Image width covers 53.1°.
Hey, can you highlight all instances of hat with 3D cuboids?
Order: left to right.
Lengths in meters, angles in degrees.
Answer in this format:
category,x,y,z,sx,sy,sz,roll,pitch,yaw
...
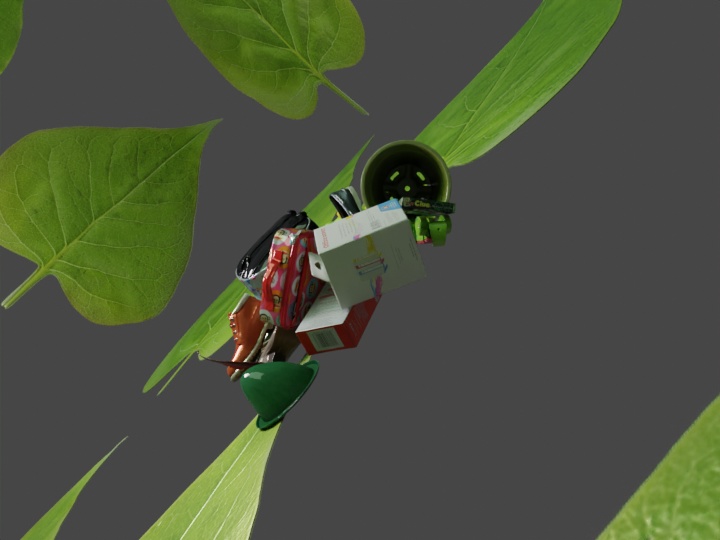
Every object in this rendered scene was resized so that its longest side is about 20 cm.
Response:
category,x,y,z,sx,sy,sz,roll,pitch,yaw
hat,-0.208,0.191,1.397,0.200,0.176,0.166,-41,13,16

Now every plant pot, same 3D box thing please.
category,x,y,z,sx,sy,sz,roll,pitch,yaw
plant pot,0.108,-0.193,1.670,0.200,0.200,0.190,-43,0,8

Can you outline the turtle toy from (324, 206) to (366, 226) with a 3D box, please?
category,x,y,z,sx,sy,sz,roll,pitch,yaw
turtle toy,-0.021,-0.081,1.722,0.199,0.101,0.146,-9,-46,-29

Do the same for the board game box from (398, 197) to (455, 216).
category,x,y,z,sx,sy,sz,roll,pitch,yaw
board game box,0.128,-0.128,1.472,0.200,0.104,0.024,-130,44,-87

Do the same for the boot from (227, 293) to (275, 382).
category,x,y,z,sx,sy,sz,roll,pitch,yaw
boot,-0.261,0.147,1.606,0.201,0.107,0.075,-64,2,-24

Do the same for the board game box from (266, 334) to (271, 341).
category,x,y,z,sx,sy,sz,roll,pitch,yaw
board game box,-0.169,0.114,1.871,0.200,0.029,0.135,-39,15,24

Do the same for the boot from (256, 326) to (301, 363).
category,x,y,z,sx,sy,sz,roll,pitch,yaw
boot,-0.184,0.173,1.587,0.146,0.070,0.200,-42,18,55

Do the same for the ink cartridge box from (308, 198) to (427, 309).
category,x,y,z,sx,sy,sz,roll,pitch,yaw
ink cartridge box,0.005,-0.029,1.359,0.199,0.126,0.129,-21,24,2

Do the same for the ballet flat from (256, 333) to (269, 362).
category,x,y,z,sx,sy,sz,roll,pitch,yaw
ballet flat,-0.174,0.140,1.682,0.200,0.069,0.069,-45,12,-4

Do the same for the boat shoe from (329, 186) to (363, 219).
category,x,y,z,sx,sy,sz,roll,pitch,yaw
boat shoe,-0.013,-0.103,1.626,0.062,0.201,0.075,-18,-22,-14

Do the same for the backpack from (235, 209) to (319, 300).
category,x,y,z,sx,sy,sz,roll,pitch,yaw
backpack,-0.174,-0.019,1.609,0.200,0.151,0.177,-41,24,-15

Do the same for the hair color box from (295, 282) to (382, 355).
category,x,y,z,sx,sy,sz,roll,pitch,yaw
hair color box,-0.035,0.076,1.416,0.111,0.064,0.200,-13,29,29

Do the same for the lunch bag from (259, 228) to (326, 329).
category,x,y,z,sx,sy,sz,roll,pitch,yaw
lunch bag,-0.136,0.014,1.445,0.176,0.082,0.201,-4,-74,-64

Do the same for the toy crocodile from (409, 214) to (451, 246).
category,x,y,z,sx,sy,sz,roll,pitch,yaw
toy crocodile,0.132,-0.078,1.463,0.067,0.062,0.200,-5,1,-16
